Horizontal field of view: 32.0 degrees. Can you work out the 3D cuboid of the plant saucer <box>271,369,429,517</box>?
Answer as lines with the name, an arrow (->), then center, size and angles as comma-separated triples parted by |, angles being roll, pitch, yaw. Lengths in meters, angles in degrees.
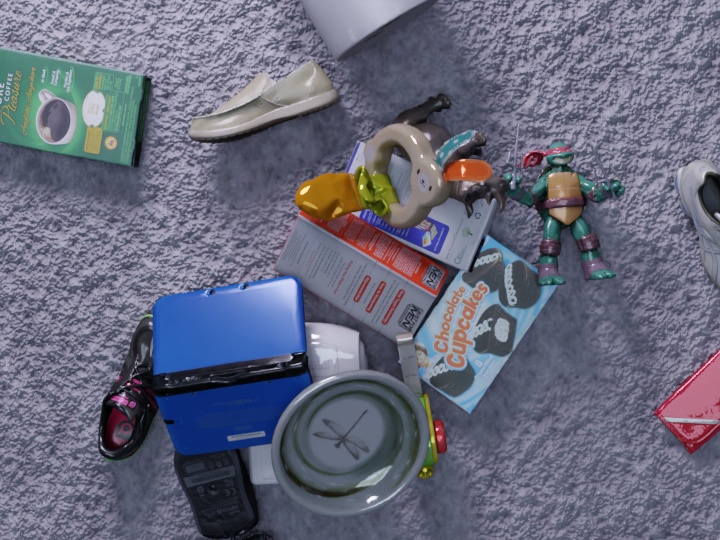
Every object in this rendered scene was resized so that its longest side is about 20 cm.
plant saucer -> -0.015, 0.203, 1.536 | 0.197, 0.050, 0.203 | -6, 115, -12

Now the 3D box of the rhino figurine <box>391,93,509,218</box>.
rhino figurine -> 0.112, -0.135, 1.539 | 0.087, 0.060, 0.200 | -33, 61, -12

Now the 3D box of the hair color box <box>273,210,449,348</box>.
hair color box -> 0.000, 0.000, 1.582 | 0.198, 0.061, 0.102 | 31, 129, 2

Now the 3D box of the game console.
game console -> -0.153, 0.121, 1.578 | 0.197, 0.119, 0.173 | -9, 124, 8

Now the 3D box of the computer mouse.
computer mouse -> -0.189, 0.295, 1.648 | 0.136, 0.053, 0.203 | -10, 104, 7

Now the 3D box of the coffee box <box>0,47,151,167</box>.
coffee box -> -0.376, -0.210, 1.623 | 0.197, 0.044, 0.125 | 9, 95, 3

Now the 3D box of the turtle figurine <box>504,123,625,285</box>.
turtle figurine -> 0.254, -0.086, 1.557 | 0.147, 0.101, 0.203 | -7, 90, 11

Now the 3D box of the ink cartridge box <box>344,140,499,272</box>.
ink cartridge box -> 0.069, -0.082, 1.589 | 0.198, 0.039, 0.101 | 25, 95, 15

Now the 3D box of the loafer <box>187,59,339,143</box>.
loafer -> -0.128, -0.213, 1.593 | 0.197, 0.076, 0.069 | -18, 92, -4

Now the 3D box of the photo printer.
photo printer -> -0.068, 0.169, 1.615 | 0.164, 0.069, 0.204 | -4, 94, 6

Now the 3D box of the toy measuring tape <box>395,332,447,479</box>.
toy measuring tape -> 0.071, 0.181, 1.580 | 0.072, 0.074, 0.203 | -7, 115, 5

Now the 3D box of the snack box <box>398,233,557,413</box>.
snack box -> 0.150, 0.066, 1.607 | 0.115, 0.037, 0.201 | 34, 96, 2

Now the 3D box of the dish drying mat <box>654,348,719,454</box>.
dish drying mat -> 0.471, 0.140, 1.599 | 0.200, 0.018, 0.077 | -44, 89, 6

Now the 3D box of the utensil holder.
utensil holder -> -0.013, -0.381, 1.522 | 0.169, 0.170, 0.202 | -30, 93, 6

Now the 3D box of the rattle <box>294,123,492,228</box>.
rattle -> 0.037, -0.114, 1.471 | 0.141, 0.199, 0.132 | 11, 88, -34

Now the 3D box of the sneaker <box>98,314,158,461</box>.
sneaker -> -0.287, 0.157, 1.624 | 0.076, 0.084, 0.203 | 18, 96, 2

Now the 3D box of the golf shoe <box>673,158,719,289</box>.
golf shoe -> 0.453, -0.041, 1.548 | 0.078, 0.097, 0.202 | -31, 93, 4
